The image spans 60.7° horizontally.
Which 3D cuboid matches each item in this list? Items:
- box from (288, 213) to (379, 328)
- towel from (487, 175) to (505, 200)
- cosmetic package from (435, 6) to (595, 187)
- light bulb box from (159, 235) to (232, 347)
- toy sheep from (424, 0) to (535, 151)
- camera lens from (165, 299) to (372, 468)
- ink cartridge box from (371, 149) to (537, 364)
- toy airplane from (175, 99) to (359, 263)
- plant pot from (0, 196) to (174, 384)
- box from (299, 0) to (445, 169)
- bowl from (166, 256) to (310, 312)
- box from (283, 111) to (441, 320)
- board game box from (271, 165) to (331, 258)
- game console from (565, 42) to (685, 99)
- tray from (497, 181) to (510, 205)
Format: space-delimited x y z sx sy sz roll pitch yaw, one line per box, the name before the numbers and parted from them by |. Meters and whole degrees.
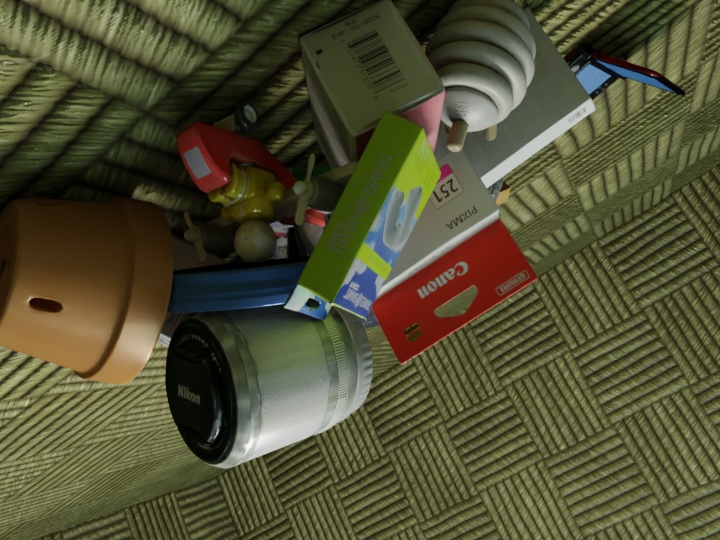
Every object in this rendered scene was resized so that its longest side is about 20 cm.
box | 0.000 0.000 0.896 0.192 0.127 0.201 -10 158 -13
towel | 0.212 -0.188 0.919 0.200 0.034 0.197 16 91 -80
cosmetic package | 0.177 -0.212 0.802 0.198 0.153 0.051 -35 162 22
light bulb box | -0.203 0.071 0.881 0.201 0.195 0.127 92 24 -71
toy sheep | 0.129 -0.221 0.681 0.134 0.205 0.138 11 163 3
camera lens | -0.103 0.113 0.683 0.197 0.163 0.160 -9 155 -43
ink cartridge box | 0.080 -0.016 0.726 0.198 0.176 0.043 -33 164 10
toy airplane | -0.100 -0.066 0.671 0.194 0.144 0.201 9 149 -8
plant pot | -0.304 0.010 0.644 0.138 0.204 0.199 14 138 -41
box | 0.013 -0.172 0.694 0.107 0.130 0.201 -27 164 -7
bowl | -0.125 0.012 0.689 0.195 0.040 0.201 -6 -177 0
box | 0.008 -0.037 0.606 0.203 0.047 0.122 -62 161 -2
board game box | -0.078 -0.079 0.896 0.149 0.041 0.201 -5 157 -14
game console | 0.402 -0.286 1.003 0.198 0.120 0.172 -6 152 -50
tray | 0.154 -0.131 1.080 0.196 0.099 0.037 -23 145 -17
